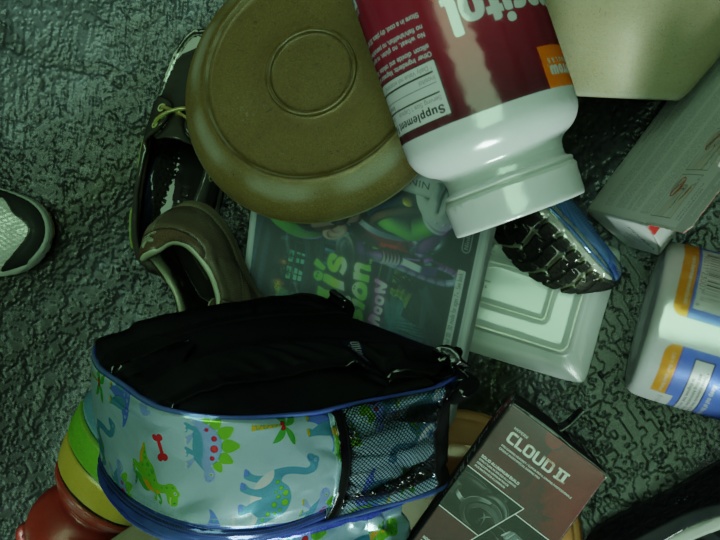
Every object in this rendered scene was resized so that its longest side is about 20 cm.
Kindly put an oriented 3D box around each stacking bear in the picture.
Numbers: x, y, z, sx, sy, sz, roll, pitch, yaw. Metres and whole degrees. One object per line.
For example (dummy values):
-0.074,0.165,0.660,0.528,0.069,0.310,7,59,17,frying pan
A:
-0.180,0.150,0.848,0.121,0.114,0.201,32,104,-25,stacking bear

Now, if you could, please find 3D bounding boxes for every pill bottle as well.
0.293,0.059,0.776,0.198,0.112,0.113,16,89,9,pill bottle
0.066,-0.129,0.692,0.112,0.113,0.202,-19,92,7,pill bottle

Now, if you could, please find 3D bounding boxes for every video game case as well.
0.000,0.000,0.817,0.180,0.023,0.202,18,117,17,video game case

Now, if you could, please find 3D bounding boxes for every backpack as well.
-0.061,0.104,0.697,0.182,0.198,0.149,22,111,52,backpack

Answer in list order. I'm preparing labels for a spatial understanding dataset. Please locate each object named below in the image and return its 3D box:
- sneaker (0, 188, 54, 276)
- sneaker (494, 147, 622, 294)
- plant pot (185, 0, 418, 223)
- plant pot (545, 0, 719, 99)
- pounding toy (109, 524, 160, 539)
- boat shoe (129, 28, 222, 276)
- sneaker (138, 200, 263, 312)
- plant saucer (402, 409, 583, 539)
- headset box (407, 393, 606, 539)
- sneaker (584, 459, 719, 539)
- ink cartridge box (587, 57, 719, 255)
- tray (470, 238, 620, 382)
-0.347,-0.042,0.897,0.198,0.088,0.076,11,86,8,sneaker
0.126,-0.070,0.807,0.089,0.078,0.200,-41,95,-23,sneaker
-0.032,-0.132,0.775,0.198,0.027,0.202,-3,75,12,plant pot
0.178,-0.187,0.772,0.198,0.200,0.136,5,100,9,plant pot
-0.109,0.279,0.797,0.183,0.200,0.143,-34,53,5,pounding toy
-0.136,-0.095,0.880,0.071,0.061,0.203,8,87,10,boat shoe
-0.095,0.047,0.820,0.070,0.076,0.201,-32,97,32,sneaker
0.066,0.205,0.839,0.198,0.037,0.202,-1,86,9,plant saucer
0.083,0.169,0.746,0.077,0.149,0.201,37,91,8,headset box
0.248,0.191,0.788,0.199,0.072,0.083,-32,97,29,sneaker
0.241,-0.084,0.750,0.050,0.200,0.161,36,92,-11,ink cartridge box
0.089,0.007,0.857,0.198,0.022,0.108,17,88,10,tray
